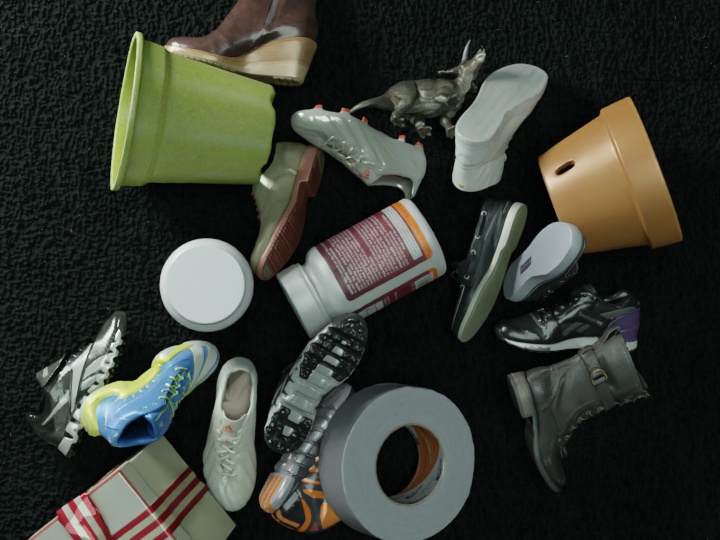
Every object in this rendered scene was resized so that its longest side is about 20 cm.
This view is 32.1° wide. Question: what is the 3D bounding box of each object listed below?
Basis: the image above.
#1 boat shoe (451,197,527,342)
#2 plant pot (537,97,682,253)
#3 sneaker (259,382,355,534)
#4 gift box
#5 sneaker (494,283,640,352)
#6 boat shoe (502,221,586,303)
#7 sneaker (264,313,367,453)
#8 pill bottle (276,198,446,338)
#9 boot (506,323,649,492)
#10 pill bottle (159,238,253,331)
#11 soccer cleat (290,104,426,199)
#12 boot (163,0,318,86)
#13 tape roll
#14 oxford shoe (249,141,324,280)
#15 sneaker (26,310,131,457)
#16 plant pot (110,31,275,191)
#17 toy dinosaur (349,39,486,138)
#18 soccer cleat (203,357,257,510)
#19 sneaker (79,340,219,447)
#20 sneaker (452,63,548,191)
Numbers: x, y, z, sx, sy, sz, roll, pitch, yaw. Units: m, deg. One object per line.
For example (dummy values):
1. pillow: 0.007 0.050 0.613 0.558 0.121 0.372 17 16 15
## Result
1. boat shoe: 0.155 -0.006 1.671 0.066 0.075 0.199 23 95 24
2. plant pot: 0.320 -0.108 1.636 0.140 0.200 0.200 -21 90 12
3. sneaker: -0.042 0.253 1.645 0.112 0.078 0.200 37 76 -21
4. gift box: -0.286 0.343 1.540 0.200 0.187 0.185 -43 90 12
5. sneaker: 0.275 0.057 1.667 0.200 0.076 0.088 0 107 -14
6. boat shoe: 0.247 -0.008 1.619 0.057 0.200 0.069 11 68 -14
7. sneaker: -0.062 0.132 1.597 0.066 0.091 0.200 30 99 -16
8. pill bottle: 0.000 0.000 1.630 0.200 0.114 0.114 -28 91 -6
9. boot: 0.297 0.185 1.647 0.174 0.069 0.200 -19 111 -1
10. pill bottle: -0.191 0.019 1.567 0.116 0.200 0.116 0 88 -5
11. soccer cleat: -0.001 -0.155 1.634 0.200 0.069 0.078 19 70 -25
12. boot: -0.154 -0.333 1.661 0.200 0.072 0.166 7 76 -4
13. tape roll: 0.048 0.247 1.615 0.200 0.066 0.200 0 90 -29
14. oxford shoe: -0.111 -0.079 1.638 0.074 0.071 0.200 14 64 15
15. sneaker: -0.367 0.134 1.614 0.090 0.066 0.200 26 88 -6
16. plant pot: -0.210 -0.186 1.591 0.184 0.200 0.200 8 87 -16
17. toy dinosaur: 0.083 -0.224 1.667 0.200 0.102 0.077 -17 127 6
18. soccer cleat: -0.166 0.213 1.617 0.069 0.078 0.200 4 89 -6
19. sneaker: -0.249 0.166 1.586 0.200 0.105 0.076 -30 131 -22
20. sneaker: 0.180 -0.188 1.678 0.074 0.116 0.200 28 51 21
